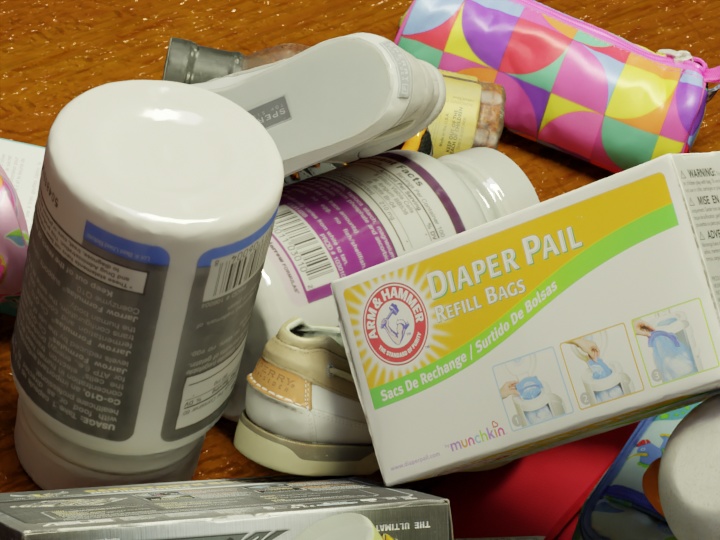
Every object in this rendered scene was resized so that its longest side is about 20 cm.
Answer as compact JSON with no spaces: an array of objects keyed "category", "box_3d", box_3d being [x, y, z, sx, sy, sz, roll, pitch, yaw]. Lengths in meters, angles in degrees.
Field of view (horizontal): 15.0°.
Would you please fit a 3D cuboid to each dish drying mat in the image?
[{"category":"dish drying mat","box_3d":[0.092,0.108,1.428,0.077,0.018,0.200,28,41,18]}]

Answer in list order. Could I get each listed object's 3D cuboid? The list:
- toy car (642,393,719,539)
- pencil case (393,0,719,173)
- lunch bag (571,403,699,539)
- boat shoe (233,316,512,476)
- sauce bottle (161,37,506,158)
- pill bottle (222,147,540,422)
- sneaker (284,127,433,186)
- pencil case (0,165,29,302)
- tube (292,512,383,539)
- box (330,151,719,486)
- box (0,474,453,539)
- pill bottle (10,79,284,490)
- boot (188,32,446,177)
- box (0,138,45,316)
[{"category":"toy car","box_3d":[0.187,0.157,1.228,0.175,0.150,0.200,25,39,-50]},{"category":"pencil case","box_3d":[0.118,-0.120,1.654,0.200,0.089,0.088,19,40,7]},{"category":"lunch bag","box_3d":[0.210,0.152,1.367,0.200,0.083,0.161,29,45,18]},{"category":"boat shoe","box_3d":[0.026,0.058,1.371,0.075,0.069,0.200,26,19,38]},{"category":"sauce bottle","box_3d":[-0.017,-0.098,1.601,0.200,0.066,0.066,12,39,-3]},{"category":"pill bottle","box_3d":[0.000,0.000,1.453,0.200,0.112,0.112,-20,51,-35]},{"category":"sneaker","box_3d":[-0.048,-0.049,1.524,0.200,0.077,0.078,-13,48,-27]},{"category":"pencil case","box_3d":[-0.263,0.001,1.360,0.200,0.088,0.088,-17,47,-12]},{"category":"tube","box_3d":[0.029,0.196,1.200,0.058,0.200,0.052,-40,27,-15]},{"category":"box","box_3d":[0.102,0.023,1.263,0.112,0.200,0.102,-6,78,-53]},{"category":"box","box_3d":[-0.077,0.128,1.259,0.200,0.048,0.158,-2,1,-21]},{"category":"pill bottle","box_3d":[-0.109,0.017,1.329,0.114,0.200,0.114,9,40,-8]},{"category":"boot","box_3d":[-0.053,-0.067,1.421,0.200,0.074,0.096,-14,-9,20]},{"category":"box","box_3d":[-0.234,-0.032,1.443,0.200,0.049,0.082,12,68,-3]}]
